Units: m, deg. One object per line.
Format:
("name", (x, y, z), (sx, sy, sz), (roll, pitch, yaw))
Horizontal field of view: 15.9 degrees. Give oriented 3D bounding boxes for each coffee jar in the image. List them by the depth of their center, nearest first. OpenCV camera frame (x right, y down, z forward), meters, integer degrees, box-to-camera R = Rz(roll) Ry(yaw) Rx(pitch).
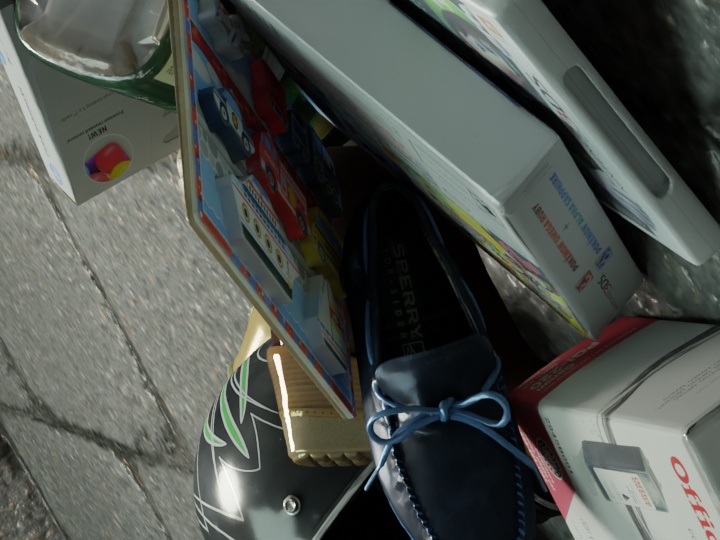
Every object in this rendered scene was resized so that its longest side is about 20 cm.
("coffee jar", (-0.076, -0.118, 1.302), (0.104, 0.086, 0.200), (22, -177, 31))

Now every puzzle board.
("puzzle board", (-0.041, -0.039, 1.200), (0.200, 0.017, 0.151), (54, -156, -54))

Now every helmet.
("helmet", (0.001, 0.115, 1.418), (0.190, 0.201, 0.200), (31, 172, -19))

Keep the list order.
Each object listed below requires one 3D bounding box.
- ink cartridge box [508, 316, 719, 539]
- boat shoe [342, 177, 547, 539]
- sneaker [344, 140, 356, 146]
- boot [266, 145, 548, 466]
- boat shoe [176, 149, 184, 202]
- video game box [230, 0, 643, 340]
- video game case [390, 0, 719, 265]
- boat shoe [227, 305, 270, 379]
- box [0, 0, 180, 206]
("ink cartridge box", (0.164, 0.105, 1.165), (0.146, 0.085, 0.200), (62, 162, -11))
("boat shoe", (0.027, 0.052, 1.207), (0.069, 0.084, 0.201), (86, 162, -67))
("sneaker", (0.000, 0.000, 1.470), (0.090, 0.075, 0.200), (51, 164, 40))
("boot", (0.051, 0.014, 1.306), (0.072, 0.199, 0.167), (69, -160, -74))
("boat shoe", (-0.080, -0.057, 1.542), (0.200, 0.065, 0.073), (148, 130, -85))
("video game box", (0.030, -0.068, 1.180), (0.200, 0.047, 0.182), (41, 175, 26))
("video game case", (0.055, -0.096, 1.127), (0.182, 0.023, 0.200), (46, 175, -40))
("boat shoe", (-0.053, 0.058, 1.726), (0.072, 0.076, 0.200), (50, 161, 27))
("box", (-0.130, -0.155, 1.428), (0.041, 0.155, 0.201), (42, 158, 48))
